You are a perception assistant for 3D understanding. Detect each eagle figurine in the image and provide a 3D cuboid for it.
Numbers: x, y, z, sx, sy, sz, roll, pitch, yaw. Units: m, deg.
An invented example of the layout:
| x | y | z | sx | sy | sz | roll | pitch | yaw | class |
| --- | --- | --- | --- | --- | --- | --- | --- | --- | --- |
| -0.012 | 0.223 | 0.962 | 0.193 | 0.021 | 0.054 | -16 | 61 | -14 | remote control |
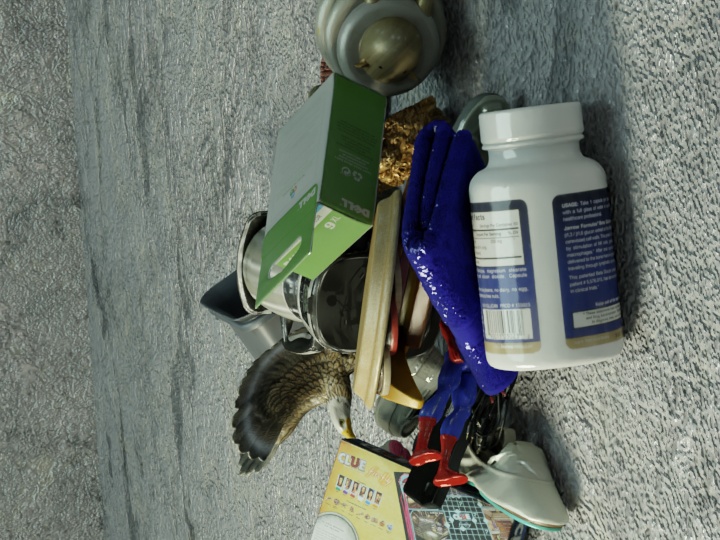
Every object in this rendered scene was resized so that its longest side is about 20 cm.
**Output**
| x | y | z | sx | sy | sz | roll | pitch | yaw | class |
| --- | --- | --- | --- | --- | --- | --- | --- | --- | --- |
| -0.052 | 0.121 | 1.820 | 0.151 | 0.199 | 0.153 | -121 | 12 | -61 | eagle figurine |

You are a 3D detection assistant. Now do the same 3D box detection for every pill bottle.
| x | y | z | sx | sy | sz | roll | pitch | yaw | class |
| --- | --- | --- | --- | --- | --- | --- | --- | --- | --- |
| 0.144 | -0.028 | 1.389 | 0.111 | 0.110 | 0.202 | -175 | 78 | -71 | pill bottle |

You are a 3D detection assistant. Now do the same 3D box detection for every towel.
| x | y | z | sx | sy | sz | roll | pitch | yaw | class |
| --- | --- | --- | --- | --- | --- | --- | --- | --- | --- |
| 0.095 | -0.011 | 1.457 | 0.200 | 0.049 | 0.149 | 57 | -149 | -44 | towel |

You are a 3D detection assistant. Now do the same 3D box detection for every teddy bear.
| x | y | z | sx | sy | sz | roll | pitch | yaw | class |
| --- | --- | --- | --- | --- | --- | --- | --- | --- | --- |
| 0.021 | -0.101 | 1.667 | 0.200 | 0.145 | 0.067 | -27 | 93 | 49 | teddy bear |

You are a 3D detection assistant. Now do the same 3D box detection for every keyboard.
| x | y | z | sx | sy | sz | roll | pitch | yaw | class |
| --- | --- | --- | --- | --- | --- | --- | --- | --- | --- |
| 0.106 | 0.126 | 1.592 | 0.201 | 0.039 | 0.104 | -68 | 20 | 1 | keyboard |

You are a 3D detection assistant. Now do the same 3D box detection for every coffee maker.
| x | y | z | sx | sy | sz | roll | pitch | yaw | class |
| --- | --- | --- | --- | --- | --- | --- | --- | --- | --- |
| 0.000 | 0.000 | 1.697 | 0.200 | 0.191 | 0.136 | 25 | 139 | 60 | coffee maker |

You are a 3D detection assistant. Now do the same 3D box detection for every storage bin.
| x | y | z | sx | sy | sz | roll | pitch | yaw | class |
| --- | --- | --- | --- | --- | --- | --- | --- | --- | --- |
| -0.080 | 0.060 | 2.071 | 0.135 | 0.145 | 0.200 | 58 | 167 | -17 | storage bin |

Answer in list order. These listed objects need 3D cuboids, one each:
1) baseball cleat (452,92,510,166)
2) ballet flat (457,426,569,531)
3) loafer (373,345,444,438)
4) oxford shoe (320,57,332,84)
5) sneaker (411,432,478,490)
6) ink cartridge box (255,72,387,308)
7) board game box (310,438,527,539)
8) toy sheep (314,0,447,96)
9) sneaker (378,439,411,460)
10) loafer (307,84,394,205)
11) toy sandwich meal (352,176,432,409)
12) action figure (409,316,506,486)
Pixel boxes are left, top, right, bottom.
| x | y | z | sx | sy | sz | roll | pitch | yaw | class |
| --- | --- | --- | --- | --- | --- | --- | --- | --- | --- |
| 0.092 | -0.080 | 1.584 | 0.107 | 0.069 | 0.201 | -125 | 33 | -52 | baseball cleat |
| 0.132 | 0.178 | 1.592 | 0.200 | 0.069 | 0.070 | -156 | 60 | -69 | ballet flat |
| 0.056 | 0.127 | 1.769 | 0.069 | 0.070 | 0.200 | 31 | 161 | 12 | loafer |
| -0.006 | -0.242 | 1.839 | 0.075 | 0.070 | 0.202 | -80 | -11 | -75 | oxford shoe |
| 0.108 | 0.232 | 1.693 | 0.082 | 0.070 | 0.201 | -42 | 54 | 42 | sneaker |
| -0.034 | -0.062 | 1.548 | 0.104 | 0.059 | 0.201 | -41 | 34 | 46 | ink cartridge box |
| 0.049 | 0.255 | 1.651 | 0.199 | 0.035 | 0.137 | 21 | 96 | 31 | board game box |
| 0.019 | -0.235 | 1.657 | 0.200 | 0.137 | 0.139 | -104 | 14 | -64 | toy sheep |
| 0.031 | 0.250 | 1.775 | 0.074 | 0.087 | 0.201 | -93 | -19 | -47 | sneaker |
| -0.016 | -0.108 | 1.876 | 0.068 | 0.075 | 0.201 | 122 | 136 | -53 | loafer |
| 0.039 | 0.023 | 1.494 | 0.205 | 0.070 | 0.207 | -172 | 90 | -89 | toy sandwich meal |
| 0.089 | 0.085 | 1.526 | 0.051 | 0.065 | 0.201 | -19 | 46 | 38 | action figure |
